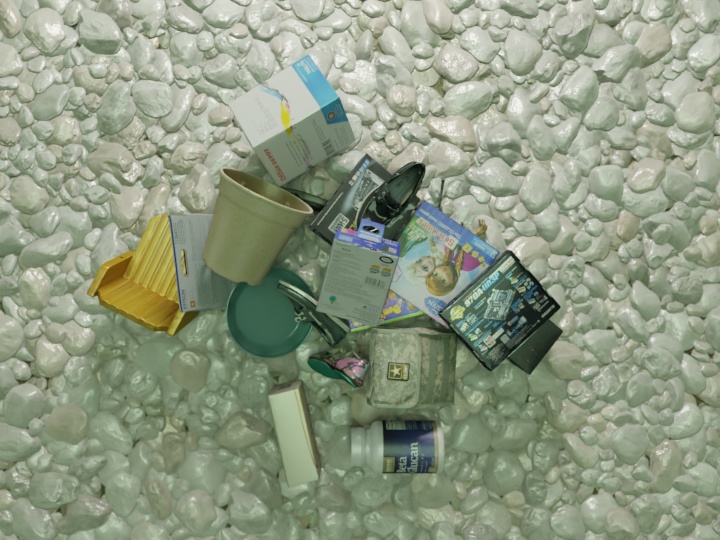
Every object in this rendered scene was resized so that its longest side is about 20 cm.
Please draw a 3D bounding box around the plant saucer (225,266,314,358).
[{"bbox_3d":[-0.198,0.091,1.239,0.199,0.036,0.202,-1,93,-22],"label":"plant saucer"}]

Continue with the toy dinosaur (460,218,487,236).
[{"bbox_3d":[0.222,-0.032,1.261,0.101,0.058,0.201,22,90,-2],"label":"toy dinosaur"}]

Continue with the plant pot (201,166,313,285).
[{"bbox_3d":[-0.222,-0.079,1.129,0.199,0.201,0.184,26,103,-1],"label":"plant pot"}]

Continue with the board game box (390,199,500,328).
[{"bbox_3d":[0.160,-0.013,1.210,0.199,0.041,0.200,33,92,-2],"label":"board game box"}]

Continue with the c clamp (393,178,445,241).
[{"bbox_3d":[0.089,-0.122,1.276,0.198,0.027,0.172,1,95,-3],"label":"c clamp"}]

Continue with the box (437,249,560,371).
[{"bbox_3d":[0.285,0.082,1.161,0.200,0.046,0.159,-43,90,-1],"label":"box"}]

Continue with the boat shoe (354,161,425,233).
[{"bbox_3d":[0.067,-0.151,1.165,0.199,0.066,0.075,-43,100,-11],"label":"boat shoe"}]

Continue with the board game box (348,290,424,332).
[{"bbox_3d":[0.059,0.046,1.258,0.198,0.045,0.135,-15,93,2],"label":"board game box"}]

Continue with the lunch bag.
[{"bbox_3d":[0.102,0.203,1.194,0.199,0.117,0.165,3,90,-34],"label":"lunch bag"}]

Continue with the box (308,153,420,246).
[{"bbox_3d":[0.009,-0.121,1.210,0.157,0.050,0.200,39,80,-10],"label":"box"}]

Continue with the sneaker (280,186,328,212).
[{"bbox_3d":[-0.168,-0.126,1.245,0.198,0.076,0.115,7,92,2],"label":"sneaker"}]

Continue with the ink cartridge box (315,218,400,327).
[{"bbox_3d":[0.000,0.000,1.143,0.135,0.076,0.201,15,117,-1],"label":"ink cartridge box"}]

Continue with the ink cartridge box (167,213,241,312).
[{"bbox_3d":[-0.325,-0.019,1.188,0.040,0.200,0.201,-6,90,31],"label":"ink cartridge box"}]

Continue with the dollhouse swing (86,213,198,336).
[{"bbox_3d":[-0.426,-0.003,1.201,0.199,0.182,0.177,27,108,-1],"label":"dollhouse swing"}]

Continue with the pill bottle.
[{"bbox_3d":[0.078,0.386,1.234,0.198,0.111,0.112,0,90,-1],"label":"pill bottle"}]

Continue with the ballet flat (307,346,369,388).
[{"bbox_3d":[-0.041,0.200,1.208,0.071,0.200,0.069,-48,114,-21],"label":"ballet flat"}]

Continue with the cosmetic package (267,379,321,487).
[{"bbox_3d":[-0.143,0.352,1.234,0.073,0.104,0.202,-14,92,-2],"label":"cosmetic package"}]

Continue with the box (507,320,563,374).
[{"bbox_3d":[0.318,0.114,1.239,0.200,0.106,0.123,38,90,-2],"label":"box"}]

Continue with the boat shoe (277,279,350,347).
[{"bbox_3d":[-0.109,0.095,1.220,0.200,0.073,0.062,40,84,-25],"label":"boat shoe"}]

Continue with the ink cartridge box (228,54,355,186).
[{"bbox_3d":[-0.141,-0.310,1.185,0.199,0.147,0.146,-31,63,-1],"label":"ink cartridge box"}]
